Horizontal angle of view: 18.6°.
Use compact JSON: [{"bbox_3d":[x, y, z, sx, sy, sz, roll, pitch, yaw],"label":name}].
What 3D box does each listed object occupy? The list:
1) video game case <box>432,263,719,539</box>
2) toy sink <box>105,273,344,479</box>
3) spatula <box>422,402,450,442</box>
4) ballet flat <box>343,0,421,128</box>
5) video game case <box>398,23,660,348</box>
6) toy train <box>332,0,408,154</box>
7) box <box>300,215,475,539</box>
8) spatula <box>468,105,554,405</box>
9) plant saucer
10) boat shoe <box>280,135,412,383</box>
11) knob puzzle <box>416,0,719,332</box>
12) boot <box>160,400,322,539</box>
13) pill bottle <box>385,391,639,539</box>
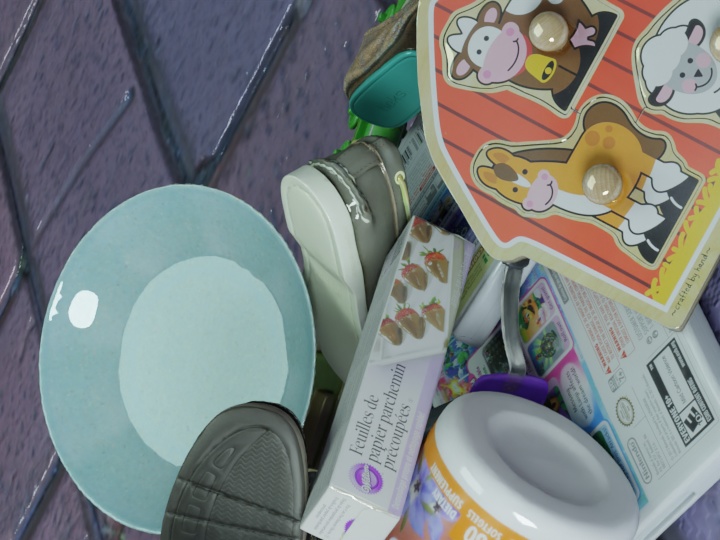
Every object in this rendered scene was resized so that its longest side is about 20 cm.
[{"bbox_3d":[0.111,0.061,1.157,0.182,0.024,0.201,-50,45,34],"label":"video game case"},{"bbox_3d":[-0.071,0.083,1.397,0.112,0.200,0.131,23,96,32],"label":"toy sink"},{"bbox_3d":[0.000,0.112,1.238,0.200,0.021,0.057,-34,28,42],"label":"spatula"},{"bbox_3d":[0.053,-0.143,1.231,0.200,0.068,0.068,-23,42,54],"label":"ballet flat"},{"bbox_3d":[0.086,-0.084,1.216,0.200,0.022,0.182,-58,27,20],"label":"video game case"},{"bbox_3d":[0.022,-0.115,1.376,0.056,0.042,0.201,-41,28,63],"label":"toy train"},{"bbox_3d":[0.016,0.054,1.110,0.042,0.039,0.200,-58,9,42],"label":"box"},{"bbox_3d":[0.080,0.014,1.131,0.021,0.056,0.201,13,96,50],"label":"spatula"},{"bbox_3d":[-0.099,0.052,1.276,0.200,0.039,0.202,-4,83,33],"label":"plant saucer"},{"bbox_3d":[0.002,0.002,1.245,0.072,0.060,0.202,44,159,30],"label":"boat shoe"},{"bbox_3d":[0.112,-0.094,1.095,0.218,0.030,0.221,-2,83,18],"label":"knob puzzle"},{"bbox_3d":[-0.045,0.142,1.149,0.151,0.073,0.201,-47,-37,-65],"label":"boot"},{"bbox_3d":[0.046,0.169,1.103,0.201,0.112,0.112,-60,31,25],"label":"pill bottle"}]
